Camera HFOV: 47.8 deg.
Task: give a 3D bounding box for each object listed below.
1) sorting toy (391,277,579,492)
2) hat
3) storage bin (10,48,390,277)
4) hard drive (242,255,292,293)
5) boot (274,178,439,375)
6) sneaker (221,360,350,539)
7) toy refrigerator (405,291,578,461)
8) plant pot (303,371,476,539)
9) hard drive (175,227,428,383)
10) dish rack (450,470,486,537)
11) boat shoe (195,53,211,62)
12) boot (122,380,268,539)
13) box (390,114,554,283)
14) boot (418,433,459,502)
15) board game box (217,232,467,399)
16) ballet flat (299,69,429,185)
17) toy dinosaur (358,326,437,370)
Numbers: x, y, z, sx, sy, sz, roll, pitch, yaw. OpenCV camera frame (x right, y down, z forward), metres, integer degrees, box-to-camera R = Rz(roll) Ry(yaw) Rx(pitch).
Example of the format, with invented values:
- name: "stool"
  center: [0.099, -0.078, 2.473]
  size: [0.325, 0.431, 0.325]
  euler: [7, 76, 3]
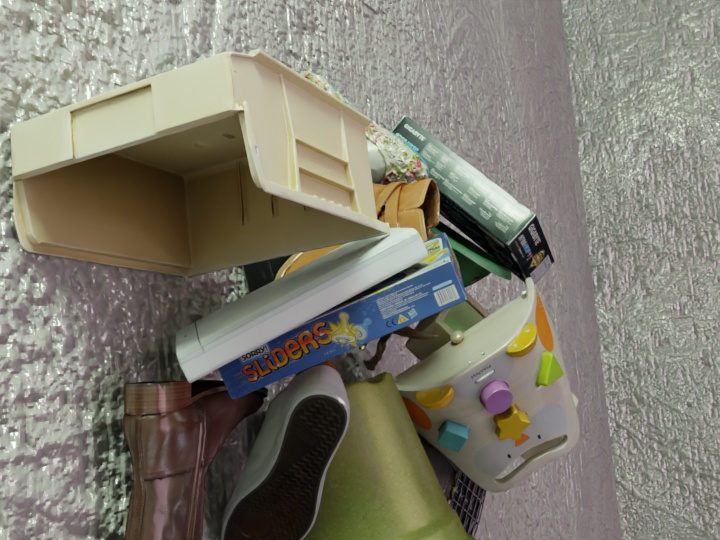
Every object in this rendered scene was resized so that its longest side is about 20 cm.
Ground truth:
- name: "sorting toy"
  center: [0.149, 0.145, 0.857]
  size: [0.181, 0.198, 0.107]
  euler: [57, 2, -23]
- name: "hat"
  center: [0.045, 0.026, 0.913]
  size: [0.198, 0.178, 0.166]
  euler: [28, 10, -24]
- name: "storage bin"
  center: [-0.111, -0.066, 0.592]
  size: [0.198, 0.197, 0.095]
  euler: [12, 70, -63]
- name: "hard drive"
  center: [-0.079, -0.033, 0.844]
  size: [0.140, 0.037, 0.203]
  euler: [-40, 118, -61]
- name: "boot"
  center: [0.000, 0.000, 0.779]
  size: [0.074, 0.152, 0.203]
  euler: [42, 46, -54]
- name: "sneaker"
  center: [-0.062, 0.165, 0.707]
  size: [0.072, 0.202, 0.085]
  euler: [24, 22, -14]
- name: "toy refrigerator"
  center: [0.154, 0.117, 0.936]
  size: [0.200, 0.070, 0.076]
  euler: [44, 43, -3]
- name: "plant pot"
  center: [-0.006, 0.205, 0.787]
  size: [0.200, 0.198, 0.187]
  euler: [-2, 74, -65]
- name: "hard drive"
  center: [-0.053, 0.021, 0.651]
  size: [0.027, 0.198, 0.132]
  euler: [64, -10, -8]
- name: "dish rack"
  center: [0.072, 0.238, 0.974]
  size: [0.200, 0.054, 0.154]
  euler: [44, 48, -19]
- name: "boat shoe"
  center: [-0.100, -0.170, 0.777]
  size: [0.071, 0.070, 0.199]
  euler: [48, 24, 17]
- name: "boot"
  center: [-0.133, 0.190, 0.646]
  size: [0.186, 0.063, 0.204]
  euler: [14, 74, -65]
- name: "box"
  center: [0.126, -0.077, 0.937]
  size: [0.046, 0.200, 0.159]
  euler: [-48, 153, 0]
- name: "boot"
  center: [0.112, 0.209, 0.945]
  size: [0.199, 0.069, 0.175]
  euler: [38, 48, -12]
- name: "board game box"
  center: [-0.011, 0.033, 0.673]
  size: [0.135, 0.197, 0.035]
  euler: [-72, 137, -78]
- name: "ballet flat"
  center: [-0.016, -0.140, 0.886]
  size: [0.064, 0.199, 0.076]
  euler: [-37, 158, -37]
- name: "toy dinosaur"
  center: [0.022, 0.059, 0.948]
  size: [0.058, 0.102, 0.200]
  euler: [34, 8, -16]
